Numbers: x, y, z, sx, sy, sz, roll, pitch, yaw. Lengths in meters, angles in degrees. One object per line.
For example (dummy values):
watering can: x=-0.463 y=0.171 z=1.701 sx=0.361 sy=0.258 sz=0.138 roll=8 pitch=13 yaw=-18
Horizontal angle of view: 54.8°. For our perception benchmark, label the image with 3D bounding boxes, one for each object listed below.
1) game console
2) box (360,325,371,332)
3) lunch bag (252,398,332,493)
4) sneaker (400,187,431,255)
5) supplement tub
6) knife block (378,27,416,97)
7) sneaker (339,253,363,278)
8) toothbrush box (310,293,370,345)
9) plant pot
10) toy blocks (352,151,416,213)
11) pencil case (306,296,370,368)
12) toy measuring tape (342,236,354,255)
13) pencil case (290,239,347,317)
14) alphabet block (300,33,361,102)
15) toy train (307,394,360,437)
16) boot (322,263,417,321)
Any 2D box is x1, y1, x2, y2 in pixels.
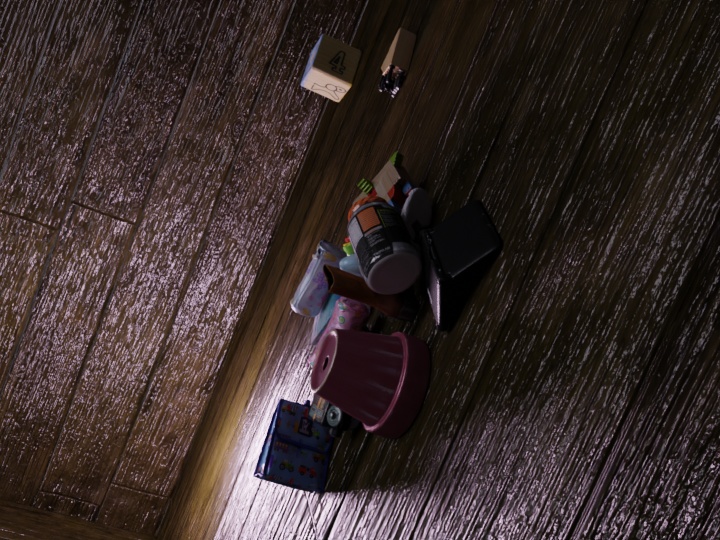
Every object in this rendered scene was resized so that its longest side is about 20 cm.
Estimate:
game console: x=0.185 y=-0.012 z=1.299 sx=0.200 sy=0.116 sz=0.176 roll=-97 pitch=2 yaw=-61
box: x=-0.018 y=0.234 z=1.632 sx=0.143 sy=0.036 sz=0.200 roll=-142 pitch=72 yaw=-73
lunch bag: x=-0.146 y=0.404 z=1.631 sx=0.094 sy=0.150 sz=0.200 roll=-37 pitch=36 yaw=61
sneaker: x=0.091 y=-0.087 z=1.560 sx=0.114 sy=0.075 sz=0.201 roll=-10 pitch=63 yaw=54
supplement tub: x=0.044 y=-0.058 z=1.440 sx=0.123 sy=0.122 sz=0.200 roll=-59 pitch=34 yaw=33
knife block: x=0.123 y=-0.668 z=2.242 sx=0.200 sy=0.064 sz=0.176 roll=-63 pitch=18 yaw=21
sneaker: x=0.000 y=0.000 z=1.634 sx=0.200 sy=0.082 sz=0.074 roll=54 pitch=-144 yaw=-67
toothbrush box: x=-0.048 y=0.097 z=1.810 sx=0.200 sy=0.085 sz=0.147 roll=-53 pitch=22 yaw=42
plant pot: x=0.010 y=0.198 z=1.322 sx=0.200 sy=0.179 sz=0.200 roll=-57 pitch=19 yaw=33
toy blocks: x=0.064 y=-0.165 z=1.673 sx=0.200 sy=0.100 sz=0.137 roll=-48 pitch=43 yaw=24
pencil case: x=-0.054 y=0.158 z=1.633 sx=0.200 sy=0.087 sz=0.087 roll=-62 pitch=17 yaw=18
toy measuring tape: x=-0.025 y=-0.065 z=1.957 sx=0.200 sy=0.073 sz=0.074 roll=-7 pitch=64 yaw=71
pencil case: x=-0.109 y=0.023 z=1.793 sx=0.091 sy=0.083 sz=0.200 roll=-20 pitch=-40 yaw=-61
alphabet block: x=-0.135 y=-0.920 z=3.167 sx=0.195 sy=0.200 sz=0.197 roll=-23 pitch=48 yaw=68
toy train: x=-0.043 y=0.261 z=1.530 sx=0.114 sy=0.085 sz=0.201 roll=20 pitch=91 yaw=45
boot: x=0.009 y=0.035 z=1.486 sx=0.188 sy=0.200 sz=0.069 roll=-100 pitch=33 yaw=-62
